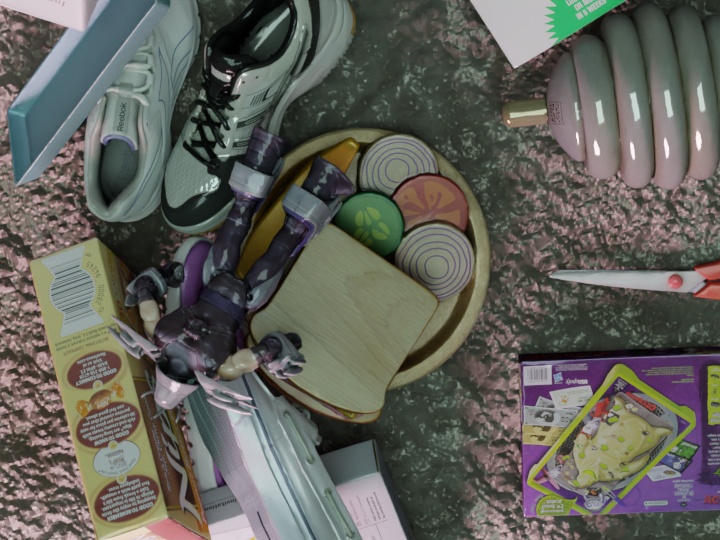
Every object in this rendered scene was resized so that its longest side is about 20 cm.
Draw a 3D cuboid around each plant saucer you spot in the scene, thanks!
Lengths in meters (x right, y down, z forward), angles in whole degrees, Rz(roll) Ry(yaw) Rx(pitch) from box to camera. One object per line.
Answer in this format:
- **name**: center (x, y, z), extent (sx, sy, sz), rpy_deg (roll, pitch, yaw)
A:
- **plant saucer**: center (-0.183, -0.140, 1.293), extent (0.019, 0.070, 0.200), rpy_deg (13, 138, -33)

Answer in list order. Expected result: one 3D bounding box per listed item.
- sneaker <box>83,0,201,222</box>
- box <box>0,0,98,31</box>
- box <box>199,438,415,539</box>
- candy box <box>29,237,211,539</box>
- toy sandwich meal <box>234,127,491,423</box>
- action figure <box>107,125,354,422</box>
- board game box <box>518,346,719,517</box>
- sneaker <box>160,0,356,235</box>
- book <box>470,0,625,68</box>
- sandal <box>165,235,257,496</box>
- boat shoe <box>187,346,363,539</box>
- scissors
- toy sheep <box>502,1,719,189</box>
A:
- **sneaker**: center (-0.153, -0.126, 1.325), extent (0.074, 0.087, 0.202), rpy_deg (5, 102, 1)
- **box**: center (-0.230, -0.289, 1.212), extent (0.198, 0.131, 0.200), rpy_deg (18, 63, 2)
- **box**: center (-0.059, 0.217, 1.400), extent (0.198, 0.041, 0.157), rpy_deg (-17, 125, 5)
- **candy box**: center (-0.163, 0.091, 1.318), extent (0.055, 0.115, 0.202), rpy_deg (-18, 72, 6)
- **toy sandwich meal**: center (0.000, 0.000, 1.342), extent (0.203, 0.070, 0.208), rpy_deg (0, 93, -8)
- **action figure**: center (-0.082, 0.011, 1.264), extent (0.129, 0.069, 0.201), rpy_deg (30, 83, 5)
- **board game box**: center (0.215, 0.117, 1.408), extent (0.198, 0.032, 0.121), rpy_deg (-2, 99, 2)
- **sneaker**: center (-0.088, -0.120, 1.314), extent (0.075, 0.088, 0.201), rpy_deg (34, 95, 30)
- **book**: center (0.102, -0.251, 1.255), extent (0.133, 0.048, 0.201), rpy_deg (-30, 105, 21)
- **sandal**: center (-0.094, 0.069, 1.373), extent (0.049, 0.083, 0.205), rpy_deg (3, 116, 20)
- **boat shoe**: center (-0.059, 0.123, 1.316), extent (0.066, 0.073, 0.202), rpy_deg (-23, 91, -26)
- **scissors**: center (0.239, 0.014, 1.390), extent (0.198, 0.014, 0.074), rpy_deg (-12, 105, 2)
- **toy sheep**: center (0.194, -0.117, 1.300), extent (0.198, 0.138, 0.139), rpy_deg (-12, 103, 4)
